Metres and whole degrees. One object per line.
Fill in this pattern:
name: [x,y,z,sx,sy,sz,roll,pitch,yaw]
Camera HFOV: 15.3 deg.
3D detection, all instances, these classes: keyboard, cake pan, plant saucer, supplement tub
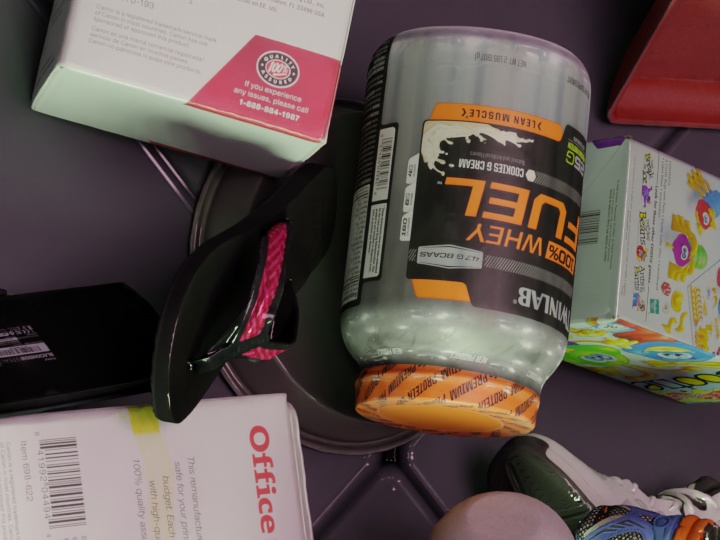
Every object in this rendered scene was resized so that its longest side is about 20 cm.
keyboard: [-0.181,0.044,1.323,0.200,0.040,0.104,-6,44,-43]
cake pan: [0.000,0.000,1.473,0.200,0.037,0.201,7,78,-34]
plant saucer: [0.259,-0.171,1.613,0.199,0.200,0.037,1,42,-34]
supplement tub: [0.055,-0.019,1.416,0.122,0.122,0.201,14,75,-32]

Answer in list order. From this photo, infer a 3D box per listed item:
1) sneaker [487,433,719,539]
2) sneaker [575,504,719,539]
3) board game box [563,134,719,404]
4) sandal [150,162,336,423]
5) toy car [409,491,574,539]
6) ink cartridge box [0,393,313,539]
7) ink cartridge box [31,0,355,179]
sneaker: [0.156,0.145,1.548,0.201,0.076,0.115,50,46,-20]
sneaker: [0.142,0.205,1.479,0.075,0.078,0.201,-42,150,-53]
board game box: [0.171,0.005,1.526,0.200,0.103,0.105,20,71,-43]
sandal: [-0.047,0.008,1.347,0.200,0.045,0.075,-49,148,-48]
toy car: [0.037,0.220,1.392,0.149,0.176,0.200,3,36,3]
ink cartridge box: [-0.128,0.143,1.334,0.199,0.083,0.146,-3,83,-34]
ink cartridge box: [-0.077,-0.168,1.400,0.145,0.083,0.201,15,73,-14]
